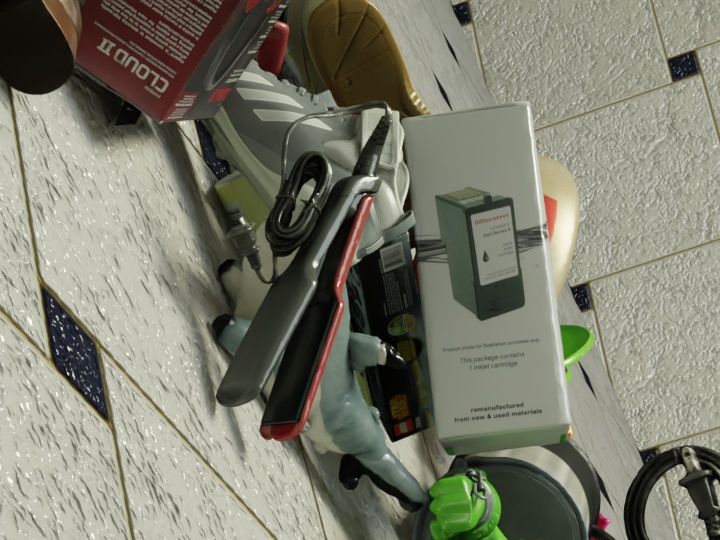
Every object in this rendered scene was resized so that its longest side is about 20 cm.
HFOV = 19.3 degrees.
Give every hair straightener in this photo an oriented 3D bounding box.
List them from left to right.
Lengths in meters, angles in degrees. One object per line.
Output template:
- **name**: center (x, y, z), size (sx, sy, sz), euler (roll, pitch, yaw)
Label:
- **hair straightener**: center (-0.064, -0.154, 1.410), size (0.200, 0.041, 0.077), euler (93, 2, -72)
- **hair straightener**: center (-0.032, -0.013, 1.142), size (0.077, 0.041, 0.201), euler (37, 65, -33)

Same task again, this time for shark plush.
- **shark plush**: center (-0.014, 0.061, 1.218), size (0.201, 0.083, 0.091), euler (63, 9, -9)

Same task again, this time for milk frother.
- **milk frother**: center (0.155, 0.174, 1.463), size (0.181, 0.200, 0.188), euler (54, 9, 2)

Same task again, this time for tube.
- **tube**: center (-0.029, 0.024, 1.350), size (0.058, 0.052, 0.201), euler (-32, 102, -45)

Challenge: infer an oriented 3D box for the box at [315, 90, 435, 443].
- **box**: center (0.000, 0.000, 1.381), size (0.201, 0.040, 0.137), euler (79, -12, -49)

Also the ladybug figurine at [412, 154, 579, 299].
- **ladybug figurine**: center (0.082, 0.003, 1.470), size (0.072, 0.136, 0.201), euler (30, 68, -27)

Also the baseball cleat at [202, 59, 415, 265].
- **baseball cleat**: center (-0.037, -0.086, 1.286), size (0.200, 0.106, 0.070), euler (56, -14, 24)

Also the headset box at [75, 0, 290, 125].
- **headset box**: center (-0.082, -0.167, 1.179), size (0.075, 0.200, 0.149), euler (35, 8, 3)

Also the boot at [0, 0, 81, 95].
- **boot**: center (-0.184, -0.207, 1.048), size (0.200, 0.064, 0.187), euler (-96, 172, -55)

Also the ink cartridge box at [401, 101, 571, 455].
- **ink cartridge box**: center (0.080, 0.009, 1.336), size (0.146, 0.084, 0.201), euler (61, 22, -79)

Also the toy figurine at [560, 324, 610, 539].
- **toy figurine**: center (0.142, 0.160, 1.665), size (0.200, 0.149, 0.185), euler (-121, -168, -79)

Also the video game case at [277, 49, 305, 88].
- **video game case**: center (-0.022, -0.114, 1.637), size (0.201, 0.024, 0.182), euler (63, -12, -9)

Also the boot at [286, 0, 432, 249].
- **boot**: center (-0.004, -0.125, 1.469), size (0.155, 0.072, 0.201), euler (-123, -170, -58)

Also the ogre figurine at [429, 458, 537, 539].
- **ogre figurine**: center (0.070, 0.198, 1.277), size (0.201, 0.098, 0.120), euler (60, 13, -18)
